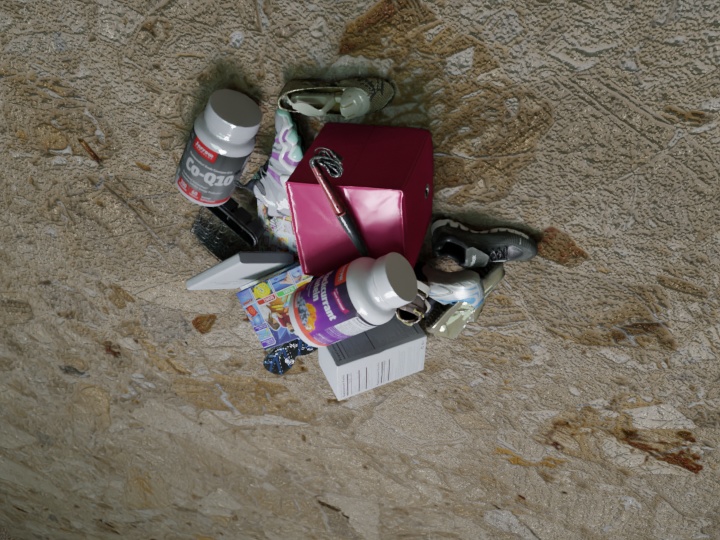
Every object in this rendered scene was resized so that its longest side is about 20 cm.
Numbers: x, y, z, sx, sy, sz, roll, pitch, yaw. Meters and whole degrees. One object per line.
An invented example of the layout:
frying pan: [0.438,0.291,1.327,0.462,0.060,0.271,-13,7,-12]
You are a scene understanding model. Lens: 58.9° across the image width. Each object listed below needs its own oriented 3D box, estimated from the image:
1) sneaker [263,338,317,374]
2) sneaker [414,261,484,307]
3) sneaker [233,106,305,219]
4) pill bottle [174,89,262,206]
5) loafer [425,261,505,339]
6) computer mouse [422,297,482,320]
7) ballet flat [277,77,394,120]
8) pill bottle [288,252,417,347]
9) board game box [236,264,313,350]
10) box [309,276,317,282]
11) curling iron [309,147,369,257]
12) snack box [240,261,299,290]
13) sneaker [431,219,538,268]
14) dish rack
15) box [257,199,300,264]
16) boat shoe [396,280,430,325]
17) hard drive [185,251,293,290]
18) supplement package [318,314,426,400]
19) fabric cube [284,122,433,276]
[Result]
sneaker: [-0.136,0.145,1.378,0.200,0.077,0.076,-36,111,29]
sneaker: [0.140,0.030,1.195,0.200,0.072,0.073,11,127,42]
sneaker: [-0.163,-0.184,1.142,0.139,0.078,0.201,-11,107,5]
pill bottle: [-0.259,-0.221,1.163,0.114,0.114,0.200,31,133,-7]
loafer: [0.211,0.056,1.234,0.068,0.076,0.200,35,113,-20]
computer mouse: [0.138,0.062,1.301,0.200,0.053,0.138,39,132,-14]
ballet flat: [-0.046,-0.279,1.059,0.199,0.075,0.068,5,130,16]
pill bottle: [-0.011,0.045,1.028,0.200,0.112,0.111,-25,117,34]
board game box: [-0.140,0.070,1.280,0.200,0.034,0.136,-22,98,28]
box: [0.000,0.000,1.197,0.141,0.200,0.079,-10,124,28]
curling iron: [-0.026,-0.097,0.971,0.049,0.026,0.200,-2,128,26]
snack box: [-0.174,0.060,1.372,0.200,0.037,0.116,-18,101,50]
sneaker: [0.219,-0.036,1.159,0.199,0.091,0.067,11,133,11]
dish rack: [-0.285,-0.074,1.314,0.153,0.055,0.200,42,140,0]
box: [-0.136,-0.092,1.280,0.136,0.039,0.200,15,133,9]
boat shoe: [0.091,0.067,1.188,0.072,0.060,0.200,26,167,8]
hard drive: [-0.251,0.002,1.312,0.200,0.132,0.026,-22,75,42]
supplement package: [0.022,0.166,1.326,0.199,0.114,0.110,-16,134,-17]
fabric cube: [0.009,-0.117,1.095,0.199,0.200,0.197,7,130,15]
